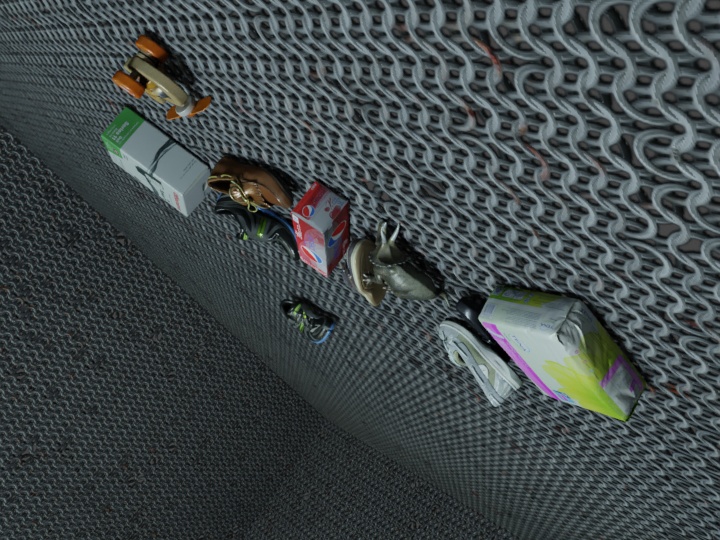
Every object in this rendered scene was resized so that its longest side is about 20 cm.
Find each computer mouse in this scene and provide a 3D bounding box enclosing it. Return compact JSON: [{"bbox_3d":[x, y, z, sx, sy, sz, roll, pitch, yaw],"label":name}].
[{"bbox_3d":[0.201,0.093,1.127,0.059,0.034,0.200,41,177,39],"label":"computer mouse"}]

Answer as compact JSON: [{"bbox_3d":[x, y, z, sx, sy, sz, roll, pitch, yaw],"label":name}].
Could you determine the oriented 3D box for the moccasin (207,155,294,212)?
[{"bbox_3d":[-0.189,-0.138,1.208,0.201,0.078,0.074,25,160,35],"label":"moccasin"}]

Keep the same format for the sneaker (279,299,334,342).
[{"bbox_3d":[-0.139,0.122,1.804,0.199,0.071,0.083,23,165,48],"label":"sneaker"}]

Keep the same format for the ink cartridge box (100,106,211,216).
[{"bbox_3d":[-0.403,-0.213,1.440,0.200,0.083,0.147,36,164,0],"label":"ink cartridge box"}]

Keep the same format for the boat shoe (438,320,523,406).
[{"bbox_3d":[0.185,0.148,1.190,0.074,0.065,0.202,44,178,-40],"label":"boat shoe"}]

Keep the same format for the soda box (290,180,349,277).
[{"bbox_3d":[-0.062,-0.063,1.163,0.063,0.070,0.200,33,163,10],"label":"soda box"}]

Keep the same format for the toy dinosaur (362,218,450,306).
[{"bbox_3d":[0.067,0.014,1.098,0.200,0.077,0.102,46,169,-19],"label":"toy dinosaur"}]

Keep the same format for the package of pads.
[{"bbox_3d":[0.269,0.110,0.953,0.200,0.068,0.154,45,162,-27],"label":"package of pads"}]

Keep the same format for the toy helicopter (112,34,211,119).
[{"bbox_3d":[-0.304,-0.280,1.113,0.132,0.079,0.200,33,177,-20],"label":"toy helicopter"}]

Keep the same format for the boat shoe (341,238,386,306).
[{"bbox_3d":[0.000,0.000,1.212,0.065,0.072,0.200,25,166,21],"label":"boat shoe"}]

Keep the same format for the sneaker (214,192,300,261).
[{"bbox_3d":[-0.192,-0.079,1.370,0.199,0.083,0.071,37,164,0],"label":"sneaker"}]
